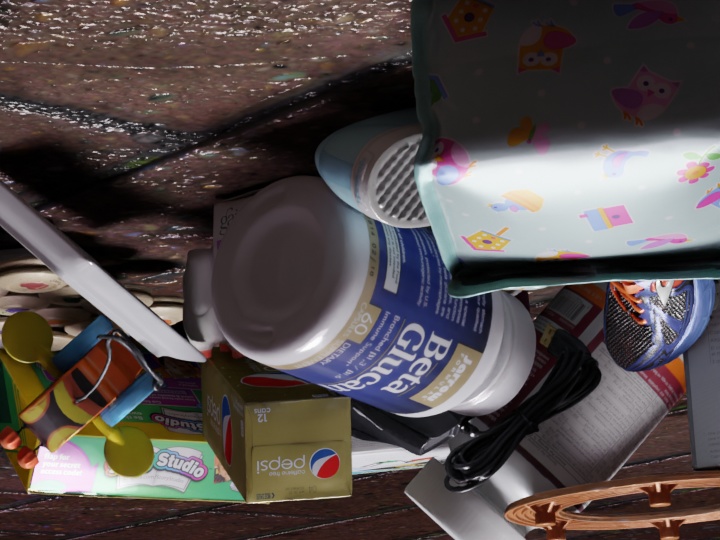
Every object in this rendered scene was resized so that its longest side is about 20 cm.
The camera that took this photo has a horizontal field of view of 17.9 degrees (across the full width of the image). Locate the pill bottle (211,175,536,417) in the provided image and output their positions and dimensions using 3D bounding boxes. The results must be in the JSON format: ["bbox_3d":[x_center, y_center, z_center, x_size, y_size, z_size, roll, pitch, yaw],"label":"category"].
[{"bbox_3d":[0.016,0.024,1.357,0.111,0.111,0.200,-13,156,37],"label":"pill bottle"}]

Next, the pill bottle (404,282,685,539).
[{"bbox_3d":[0.128,0.103,1.541,0.110,0.200,0.110,42,176,4],"label":"pill bottle"}]

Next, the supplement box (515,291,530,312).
[{"bbox_3d":[0.018,0.060,1.699,0.131,0.103,0.200,4,164,-37],"label":"supplement box"}]

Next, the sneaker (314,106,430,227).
[{"bbox_3d":[0.063,-0.067,1.296,0.200,0.074,0.082,0,-161,-37],"label":"sneaker"}]

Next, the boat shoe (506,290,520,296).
[{"bbox_3d":[0.092,-0.028,1.429,0.073,0.066,0.200,-4,166,7],"label":"boat shoe"}]

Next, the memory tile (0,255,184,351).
[{"bbox_3d":[-0.223,0.025,1.580,0.153,0.017,0.200,-10,165,26],"label":"memory tile"}]

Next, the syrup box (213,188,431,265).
[{"bbox_3d":[0.000,0.000,1.494,0.079,0.082,0.200,-15,163,39],"label":"syrup box"}]

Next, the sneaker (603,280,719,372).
[{"bbox_3d":[0.159,-0.018,1.308,0.078,0.075,0.200,-23,137,-26],"label":"sneaker"}]

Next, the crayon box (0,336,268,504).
[{"bbox_3d":[-0.182,0.111,1.768,0.200,0.058,0.173,5,-156,-28],"label":"crayon box"}]

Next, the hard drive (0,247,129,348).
[{"bbox_3d":[-0.247,0.021,1.648,0.132,0.027,0.200,-5,166,7],"label":"hard drive"}]

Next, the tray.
[{"bbox_3d":[-0.168,0.003,1.407,0.107,0.022,0.200,38,175,25],"label":"tray"}]

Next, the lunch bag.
[{"bbox_3d":[0.117,-0.053,1.153,0.170,0.122,0.200,-5,152,6],"label":"lunch bag"}]

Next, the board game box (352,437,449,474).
[{"bbox_3d":[0.038,0.119,1.640,0.199,0.035,0.126,-4,169,-19],"label":"board game box"}]

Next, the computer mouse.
[{"bbox_3d":[0.064,0.066,1.490,0.140,0.046,0.200,-36,-155,-17],"label":"computer mouse"}]

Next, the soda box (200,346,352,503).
[{"bbox_3d":[-0.057,0.094,1.464,0.068,0.064,0.200,-3,-172,-12],"label":"soda box"}]

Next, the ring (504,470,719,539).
[{"bbox_3d":[0.190,0.149,1.427,0.200,0.019,0.200,-3,166,-1],"label":"ring"}]

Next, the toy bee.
[{"bbox_3d":[-0.196,0.080,1.530,0.109,0.131,0.200,-41,163,-6],"label":"toy bee"}]

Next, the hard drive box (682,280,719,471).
[{"bbox_3d":[0.273,0.016,1.361,0.156,0.201,0.077,-9,166,27],"label":"hard drive box"}]

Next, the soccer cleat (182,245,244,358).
[{"bbox_3d":[-0.063,0.007,1.556,0.069,0.078,0.200,-3,-173,21],"label":"soccer cleat"}]
